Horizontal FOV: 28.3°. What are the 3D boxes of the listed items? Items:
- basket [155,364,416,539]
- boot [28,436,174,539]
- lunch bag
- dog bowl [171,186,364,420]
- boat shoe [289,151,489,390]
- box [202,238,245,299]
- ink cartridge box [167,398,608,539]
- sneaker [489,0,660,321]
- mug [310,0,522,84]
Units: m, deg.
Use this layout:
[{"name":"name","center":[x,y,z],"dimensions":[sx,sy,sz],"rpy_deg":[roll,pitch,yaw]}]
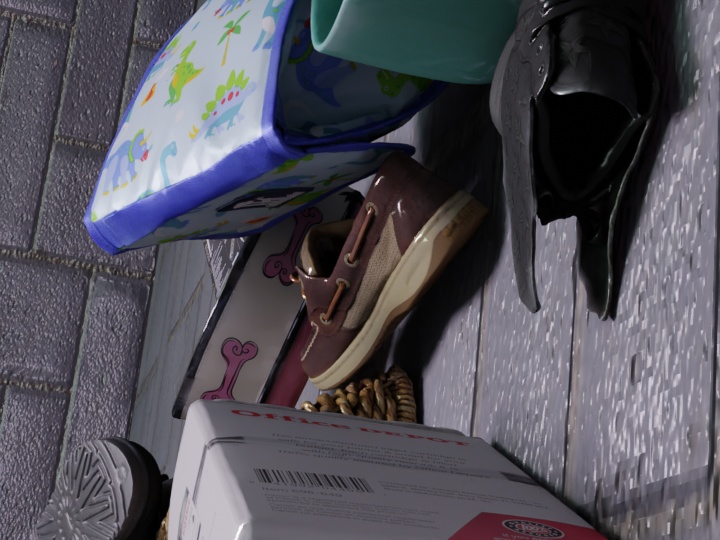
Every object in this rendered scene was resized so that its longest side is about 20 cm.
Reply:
[{"name":"basket","center":[-0.023,0.173,0.838],"dimensions":[0.143,0.148,0.200],"rpy_deg":[58,149,21]},{"name":"boot","center":[-0.101,0.147,0.941],"dimensions":[0.165,0.199,0.066],"rpy_deg":[-45,59,45]},{"name":"lunch bag","center":[-0.048,-0.095,0.790],"dimensions":[0.170,0.128,0.200],"rpy_deg":[-24,20,44]},{"name":"dog bowl","center":[-0.052,0.022,0.958],"dimensions":[0.200,0.073,0.201],"rpy_deg":[-155,90,-89]},{"name":"boat shoe","center":[0.000,0.000,0.794],"dimensions":[0.072,0.072,0.200],"rpy_deg":[-48,-3,-32]},{"name":"box","center":[-0.103,-0.061,1.309],"dimensions":[0.200,0.049,0.159],"rpy_deg":[122,137,-59]},{"name":"ink cartridge box","center":[0.003,0.116,0.569],"dimensions":[0.200,0.144,0.086],"rpy_deg":[-144,64,-77]},{"name":"sneaker","center":[0.090,-0.091,0.559],"dimensions":[0.104,0.060,0.201],"rpy_deg":[-101,19,-62]},{"name":"mug","center":[0.053,-0.179,0.657],"dimensions":[0.152,0.114,0.186],"rpy_deg":[-112,35,-70]}]
